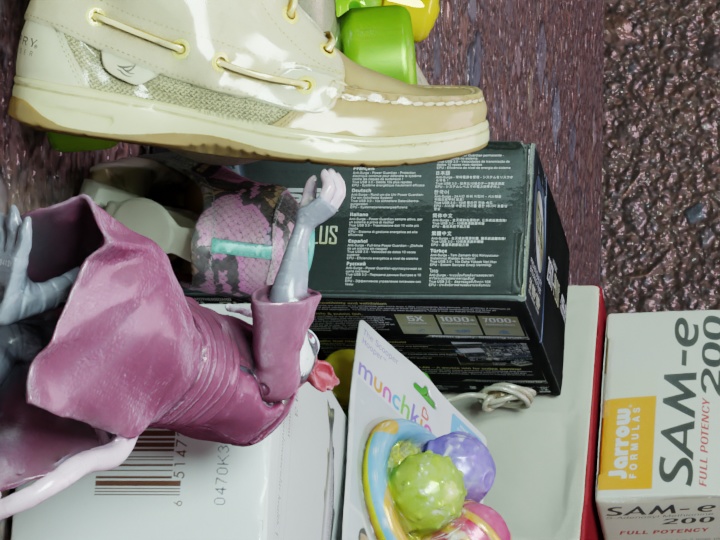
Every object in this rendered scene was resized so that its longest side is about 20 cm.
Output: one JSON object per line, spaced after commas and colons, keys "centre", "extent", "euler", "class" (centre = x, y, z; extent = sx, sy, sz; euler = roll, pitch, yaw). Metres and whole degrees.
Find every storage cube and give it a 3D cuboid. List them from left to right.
{"centre": [0.058, 0.129, 1.594], "extent": [0.180, 0.171, 0.200], "euler": [75, 18, -51], "class": "storage cube"}

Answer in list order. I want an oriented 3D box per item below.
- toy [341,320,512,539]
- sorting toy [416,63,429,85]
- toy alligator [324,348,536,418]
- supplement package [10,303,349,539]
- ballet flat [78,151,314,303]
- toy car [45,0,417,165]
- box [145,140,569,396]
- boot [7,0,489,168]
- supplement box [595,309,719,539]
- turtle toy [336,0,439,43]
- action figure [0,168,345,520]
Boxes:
{"centre": [0.040, 0.126, 1.371], "extent": [0.115, 0.047, 0.200], "euler": [45, 38, -37], "class": "toy"}
{"centre": [0.026, -0.079, 1.799], "extent": [0.185, 0.036, 0.200], "euler": [97, -29, -70], "class": "sorting toy"}
{"centre": [-0.006, 0.075, 1.474], "extent": [0.059, 0.200, 0.054], "euler": [124, -28, -66], "class": "toy alligator"}
{"centre": [-0.075, 0.102, 1.318], "extent": [0.200, 0.117, 0.117], "euler": [63, 27, -68], "class": "supplement package"}
{"centre": [-0.088, -0.022, 1.305], "extent": [0.200, 0.071, 0.069], "euler": [16, -84, 65], "class": "ballet flat"}
{"centre": [-0.063, -0.151, 1.308], "extent": [0.200, 0.164, 0.158], "euler": [-94, 180, -66], "class": "toy car"}
{"centre": [0.000, 0.000, 1.474], "extent": [0.164, 0.200, 0.086], "euler": [59, 33, -68], "class": "box"}
{"centre": [-0.038, -0.124, 1.169], "extent": [0.073, 0.200, 0.156], "euler": [-144, -120, -80], "class": "boot"}
{"centre": [0.180, 0.131, 1.589], "extent": [0.200, 0.073, 0.126], "euler": [73, 19, -50], "class": "supplement box"}
{"centre": [-0.034, -0.146, 1.507], "extent": [0.101, 0.146, 0.200], "euler": [114, -14, -60], "class": "turtle toy"}
{"centre": [-0.074, 0.038, 1.137], "extent": [0.200, 0.134, 0.149], "euler": [15, 59, -46], "class": "action figure"}
